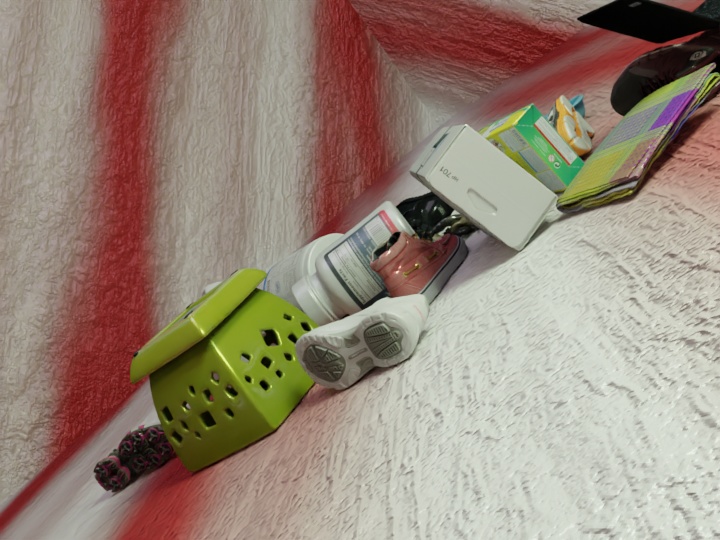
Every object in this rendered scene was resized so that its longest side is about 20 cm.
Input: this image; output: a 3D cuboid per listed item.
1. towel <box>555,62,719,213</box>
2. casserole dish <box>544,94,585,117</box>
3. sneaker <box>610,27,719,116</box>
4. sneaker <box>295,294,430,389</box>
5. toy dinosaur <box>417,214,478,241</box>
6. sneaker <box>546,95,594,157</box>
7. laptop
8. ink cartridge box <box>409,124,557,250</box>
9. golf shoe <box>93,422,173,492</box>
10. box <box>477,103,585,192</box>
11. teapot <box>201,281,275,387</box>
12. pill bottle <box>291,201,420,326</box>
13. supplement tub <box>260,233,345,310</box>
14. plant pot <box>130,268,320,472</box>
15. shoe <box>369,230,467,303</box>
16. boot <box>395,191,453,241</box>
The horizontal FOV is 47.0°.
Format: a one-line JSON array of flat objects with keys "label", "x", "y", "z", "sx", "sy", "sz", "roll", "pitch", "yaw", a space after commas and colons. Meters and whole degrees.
[{"label": "towel", "x": 0.312, "y": -0.144, "z": 0.942, "sx": 0.200, "sy": 0.023, "sz": 0.143, "roll": -49, "pitch": 10, "yaw": -20}, {"label": "casserole dish", "x": 0.322, "y": -0.241, "z": 1.476, "sx": 0.199, "sy": 0.039, "sz": 0.121, "roll": -31, "pitch": 11, "yaw": 40}, {"label": "sneaker", "x": 0.387, "y": -0.236, "z": 1.041, "sx": 0.200, "sy": 0.076, "sz": 0.116, "roll": -28, "pitch": 15, "yaw": 48}, {"label": "sneaker", "x": 0.008, "y": 0.080, "z": 0.985, "sx": 0.199, "sy": 0.078, "sz": 0.099, "roll": -19, "pitch": 12, "yaw": 40}, {"label": "toy dinosaur", "x": 0.142, "y": -0.066, "z": 1.268, "sx": 0.088, "sy": 0.048, "sz": 0.200, "roll": -26, "pitch": -1, "yaw": -35}, {"label": "sneaker", "x": 0.298, "y": -0.202, "z": 1.241, "sx": 0.077, "sy": 0.078, "sz": 0.200, "roll": -44, "pitch": 3, "yaw": 28}, {"label": "laptop", "x": 0.395, "y": -0.341, "z": 1.002, "sx": 0.200, "sy": 0.103, "sz": 0.177, "roll": -40, "pitch": 10, "yaw": 2}, {"label": "ink cartridge box", "x": 0.149, "y": -0.109, "z": 1.059, "sx": 0.086, "sy": 0.146, "sz": 0.200, "roll": -53, "pitch": 7, "yaw": 4}, {"label": "golf shoe", "x": -0.363, "y": 0.293, "z": 1.383, "sx": 0.199, "sy": 0.073, "sz": 0.092, "roll": -33, "pitch": 8, "yaw": 32}, {"label": "box", "x": 0.219, "y": -0.155, "z": 1.157, "sx": 0.048, "sy": 0.117, "sz": 0.200, "roll": -46, "pitch": 10, "yaw": -14}, {"label": "teapot", "x": -0.189, "y": 0.110, "z": 1.396, "sx": 0.145, "sy": 0.199, "sz": 0.200, "roll": -3, "pitch": 30, "yaw": -18}, {"label": "pill bottle", "x": 0.000, "y": 0.000, "z": 1.255, "sx": 0.199, "sy": 0.120, "sz": 0.120, "roll": -37, "pitch": 8, "yaw": 6}, {"label": "supplement tub", "x": -0.078, "y": 0.024, "z": 1.425, "sx": 0.132, "sy": 0.132, "sz": 0.200, "roll": -43, "pitch": 10, "yaw": -32}, {"label": "plant pot", "x": -0.183, "y": 0.126, "z": 1.140, "sx": 0.198, "sy": 0.182, "sz": 0.200, "roll": -31, "pitch": 11, "yaw": 35}, {"label": "shoe", "x": 0.080, "y": -0.023, "z": 1.127, "sx": 0.071, "sy": 0.091, "sz": 0.200, "roll": -32, "pitch": 10, "yaw": 34}, {"label": "boot", "x": 0.073, "y": -0.062, "z": 1.472, "sx": 0.163, "sy": 0.073, "sz": 0.198, "roll": -46, "pitch": 11, "yaw": -29}]
